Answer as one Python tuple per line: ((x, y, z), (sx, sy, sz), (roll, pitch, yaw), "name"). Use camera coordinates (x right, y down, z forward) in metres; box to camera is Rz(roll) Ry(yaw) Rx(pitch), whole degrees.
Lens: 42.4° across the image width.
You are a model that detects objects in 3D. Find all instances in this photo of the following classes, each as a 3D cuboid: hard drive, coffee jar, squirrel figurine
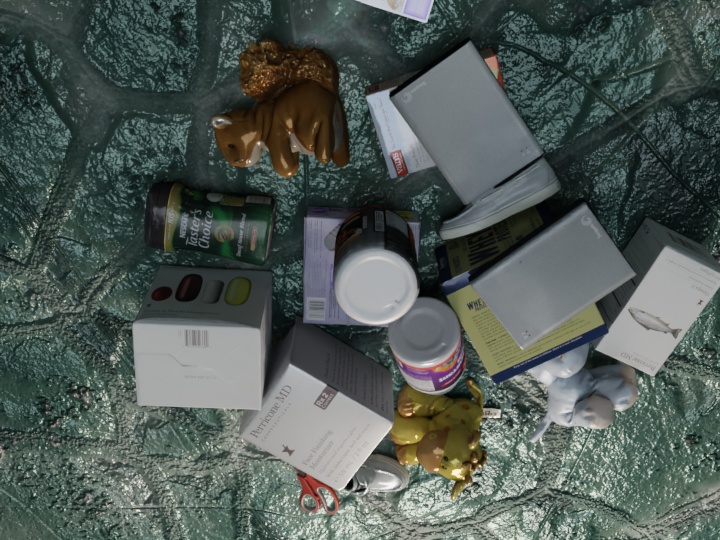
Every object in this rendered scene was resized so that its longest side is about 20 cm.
((0.277, 0.007, 1.346), (0.200, 0.033, 0.140), (-36, 109, 14), "hard drive")
((-0.234, -0.074, 1.439), (0.198, 0.085, 0.105), (8, 115, -3), "coffee jar")
((-0.123, -0.235, 1.356), (0.185, 0.142, 0.202), (-1, 101, 12), "squirrel figurine")
((0.152, -0.213, 1.337), (0.139, 0.033, 0.200), (-33, 111, 15), "hard drive")

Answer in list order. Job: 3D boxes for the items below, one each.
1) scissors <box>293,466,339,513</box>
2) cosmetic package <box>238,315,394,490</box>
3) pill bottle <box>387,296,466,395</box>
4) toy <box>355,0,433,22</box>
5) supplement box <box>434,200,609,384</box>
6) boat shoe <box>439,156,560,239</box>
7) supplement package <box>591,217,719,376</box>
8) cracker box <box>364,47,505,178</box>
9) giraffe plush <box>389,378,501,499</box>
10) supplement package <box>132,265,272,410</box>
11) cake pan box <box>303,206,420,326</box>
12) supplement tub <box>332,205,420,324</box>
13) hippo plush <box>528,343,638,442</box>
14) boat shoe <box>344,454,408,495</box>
((-0.095, 0.342, 1.592), (0.073, 0.014, 0.201), (-11, 115, 20), "scissors")
((-0.070, 0.216, 1.529), (0.199, 0.165, 0.165), (30, 111, -13), "cosmetic package")
((0.110, 0.129, 1.474), (0.111, 0.112, 0.200), (-11, 154, 6), "pill bottle")
((0.017, -0.428, 1.293), (0.199, 0.047, 0.116), (15, 113, -7), "toy")
((0.248, 0.031, 1.456), (0.199, 0.134, 0.200), (-27, 112, 11), "supplement box")
((0.206, -0.113, 1.435), (0.200, 0.070, 0.072), (-25, 95, 12), "boat shoe")
((0.459, 0.042, 1.470), (0.116, 0.118, 0.201), (23, 113, -11), "supplement package")
((0.119, -0.233, 1.378), (0.199, 0.058, 0.135), (-16, 114, 7), "cracker box")
((0.148, 0.293, 1.564), (0.198, 0.162, 0.174), (-13, 114, 7), "giraffe plush")
((-0.240, 0.101, 1.458), (0.190, 0.200, 0.148), (3, 115, -2), "supplement package")
((0.000, 0.000, 1.492), (0.183, 0.052, 0.201), (2, 115, 2), "cake pan box")
((0.022, -0.016, 1.348), (0.121, 0.200, 0.123), (0, 113, 0), "supplement tub")
((0.350, 0.166, 1.540), (0.161, 0.159, 0.200), (58, 147, -4), "hippo plush")
((-0.012, 0.366, 1.642), (0.199, 0.072, 0.070), (12, 115, -5), "boat shoe")
